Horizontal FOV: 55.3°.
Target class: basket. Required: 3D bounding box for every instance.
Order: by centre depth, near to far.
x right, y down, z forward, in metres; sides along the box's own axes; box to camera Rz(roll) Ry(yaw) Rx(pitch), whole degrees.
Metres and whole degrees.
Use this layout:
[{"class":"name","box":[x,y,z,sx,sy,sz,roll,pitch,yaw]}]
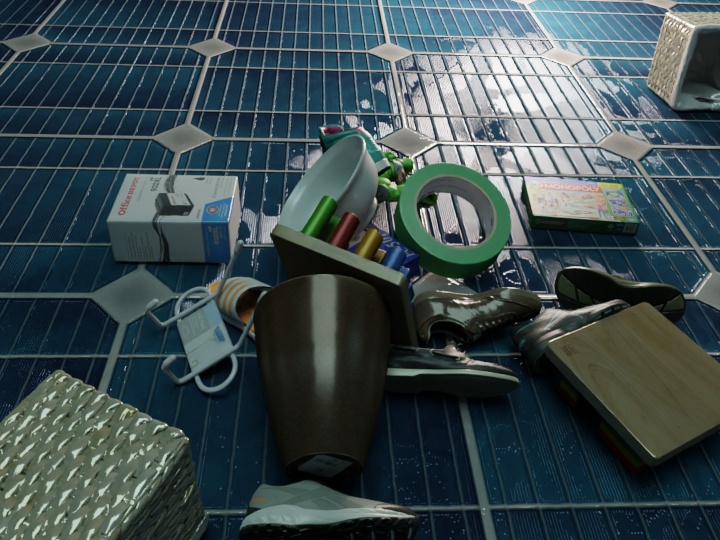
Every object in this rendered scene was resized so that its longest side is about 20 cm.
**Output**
[{"class":"basket","box":[-0.286,0.245,0.677,0.194,0.164,0.201,19,43,18]},{"class":"basket","box":[0.838,-0.513,1.681,0.192,0.205,0.162,-3,33,-8]}]

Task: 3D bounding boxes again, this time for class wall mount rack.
[{"class":"wall mount rack","box":[-0.206,0.060,0.956,0.171,0.075,0.201,-31,48,-3]}]

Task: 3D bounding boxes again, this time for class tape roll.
[{"class":"tape roll","box":[0.155,-0.087,1.163,0.194,0.049,0.205,5,59,-9]}]

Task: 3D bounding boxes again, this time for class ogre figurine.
[{"class":"ogre figurine","box":[0.052,-0.173,1.279,0.117,0.099,0.203,-3,52,-25]}]

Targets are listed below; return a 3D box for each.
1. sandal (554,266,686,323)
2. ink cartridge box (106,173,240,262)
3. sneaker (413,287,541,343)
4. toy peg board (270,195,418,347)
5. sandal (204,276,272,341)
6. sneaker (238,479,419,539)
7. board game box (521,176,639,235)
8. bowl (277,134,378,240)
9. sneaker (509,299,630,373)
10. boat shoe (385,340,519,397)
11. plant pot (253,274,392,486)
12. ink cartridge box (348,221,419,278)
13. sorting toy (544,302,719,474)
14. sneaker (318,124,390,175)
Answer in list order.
[{"class":"sandal","box":[0.398,0.044,1.069,0.195,0.082,0.057,12,13,6]},{"class":"ink cartridge box","box":[-0.308,-0.090,1.158,0.193,0.085,0.147,1,39,-3]},{"class":"sneaker","box":[0.175,0.076,1.021,0.193,0.071,0.077,-2,57,0]},{"class":"toy peg board","box":[0.000,0.000,0.960,0.195,0.202,0.099,21,64,22]},{"class":"sandal","box":[-0.152,0.052,1.015,0.204,0.060,0.078,32,47,32]},{"class":"sneaker","box":[-0.032,0.265,0.754,0.193,0.076,0.080,3,33,0]},{"class":"board game box","box":[0.410,-0.124,1.299,0.193,0.030,0.136,4,40,1]},{"class":"bowl","box":[-0.036,-0.108,1.094,0.090,0.200,0.204,38,30,-25]},{"class":"sneaker","box":[0.308,0.077,1.004,0.195,0.077,0.079,-18,38,-22]},{"class":"boat shoe","box":[0.115,0.127,0.928,0.193,0.075,0.068,-1,56,9]},{"class":"plant pot","box":[-0.045,0.144,0.834,0.181,0.189,0.204,0,51,-4]},{"class":"ink cartridge box","box":[-0.003,-0.038,1.150,0.093,0.045,0.199,-28,49,-31]},{"class":"sorting toy","box":[0.375,0.157,0.914,0.194,0.071,0.201,-17,44,-23]},{"class":"sneaker","box":[-0.050,-0.189,1.202,0.197,0.123,0.083,-25,2,33]}]
